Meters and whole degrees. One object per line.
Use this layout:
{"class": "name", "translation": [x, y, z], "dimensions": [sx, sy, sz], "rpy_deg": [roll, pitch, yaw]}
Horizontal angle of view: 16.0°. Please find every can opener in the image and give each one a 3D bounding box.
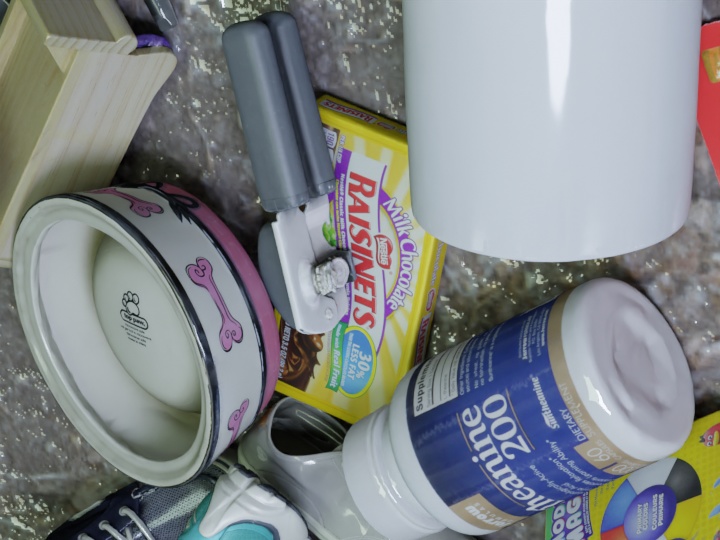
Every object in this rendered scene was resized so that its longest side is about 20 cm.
{"class": "can opener", "translation": [-0.049, -0.055, 1.548], "dimensions": [0.066, 0.053, 0.200], "rpy_deg": [0, 107, 36]}

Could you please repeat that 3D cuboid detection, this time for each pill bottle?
{"class": "pill bottle", "translation": [0.088, 0.090, 1.515], "dimensions": [0.200, 0.111, 0.111], "rpy_deg": [-28, 93, 35]}

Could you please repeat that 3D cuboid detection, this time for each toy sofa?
{"class": "toy sofa", "translation": [-0.204, -0.097, 1.643], "dimensions": [0.083, 0.097, 0.200], "rpy_deg": [59, 134, 38]}

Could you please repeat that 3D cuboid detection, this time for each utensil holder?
{"class": "utensil holder", "translation": [0.102, -0.125, 1.388], "dimensions": [0.170, 0.170, 0.200], "rpy_deg": [12, 116, 27]}

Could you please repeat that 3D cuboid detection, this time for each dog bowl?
{"class": "dog bowl", "translation": [-0.131, 0.033, 1.620], "dimensions": [0.200, 0.074, 0.200], "rpy_deg": [31, 134, 37]}

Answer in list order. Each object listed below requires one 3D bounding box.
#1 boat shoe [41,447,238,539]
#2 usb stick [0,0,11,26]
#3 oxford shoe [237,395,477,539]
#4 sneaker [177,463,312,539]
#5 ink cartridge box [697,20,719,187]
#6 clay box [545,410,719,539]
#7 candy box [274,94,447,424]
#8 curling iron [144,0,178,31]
{"class": "boat shoe", "translation": [-0.157, 0.186, 1.715], "dimensions": [0.200, 0.093, 0.075], "rpy_deg": [-33, 91, 36]}
{"class": "usb stick", "translation": [-0.284, -0.142, 1.696], "dimensions": [0.200, 0.033, 0.055], "rpy_deg": [-35, 89, 36]}
{"class": "oxford shoe", "translation": [0.007, 0.144, 1.613], "dimensions": [0.200, 0.075, 0.058], "rpy_deg": [33, 126, 21]}
{"class": "sneaker", "translation": [-0.074, 0.185, 1.626], "dimensions": [0.077, 0.080, 0.200], "rpy_deg": [38, 168, 24]}
{"class": "ink cartridge box", "translation": [0.270, -0.074, 1.383], "dimensions": [0.200, 0.050, 0.161], "rpy_deg": [-14, 102, 32]}
{"class": "clay box", "translation": [0.175, 0.156, 1.491], "dimensions": [0.200, 0.115, 0.048], "rpy_deg": [-26, 133, 35]}
{"class": "candy box", "translation": [0.000, 0.000, 1.587], "dimensions": [0.102, 0.026, 0.200], "rpy_deg": [21, 119, 21]}
{"class": "curling iron", "translation": [-0.164, -0.239, 1.591], "dimensions": [0.050, 0.026, 0.200], "rpy_deg": [-19, 105, 56]}
